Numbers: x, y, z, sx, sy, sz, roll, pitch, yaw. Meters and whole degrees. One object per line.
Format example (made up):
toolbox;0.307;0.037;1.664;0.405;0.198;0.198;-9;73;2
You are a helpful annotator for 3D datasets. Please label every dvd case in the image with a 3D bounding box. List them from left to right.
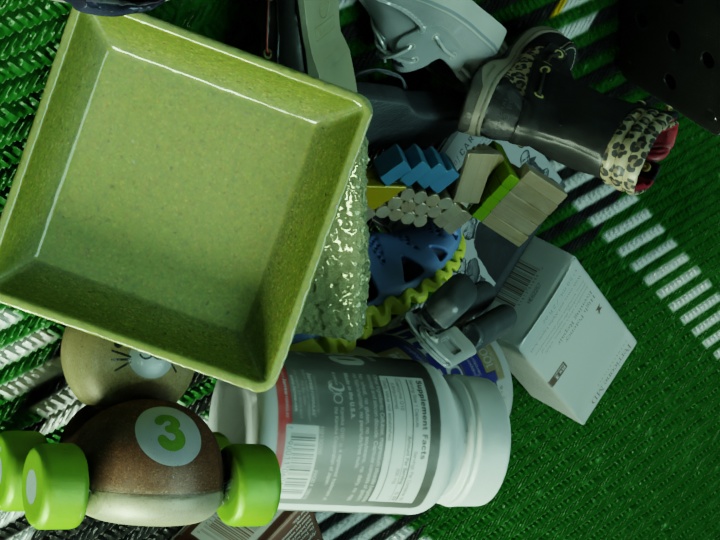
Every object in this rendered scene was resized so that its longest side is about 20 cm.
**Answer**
dvd case;0.096;-0.058;1.589;0.151;0.025;0.200;-56;145;-8

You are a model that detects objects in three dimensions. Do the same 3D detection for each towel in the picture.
towel;-0.062;-0.038;1.300;0.037;0.147;0.201;-70;162;-51

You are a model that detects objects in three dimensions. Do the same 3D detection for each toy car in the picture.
toy car;-0.149;0.065;1.259;0.163;0.158;0.202;3;90;-26

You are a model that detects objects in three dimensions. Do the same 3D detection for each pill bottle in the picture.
pill bottle;0.000;0.119;1.367;0.199;0.114;0.115;5;112;-25
pill bottle;0.020;0.112;1.524;0.199;0.119;0.120;-18;127;-46

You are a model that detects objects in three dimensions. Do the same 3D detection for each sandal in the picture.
sandal;0.000;0.000;1.446;0.200;0.079;0.087;-34;104;-33
sandal;0.014;-0.122;1.414;0.076;0.043;0.200;-29;168;24

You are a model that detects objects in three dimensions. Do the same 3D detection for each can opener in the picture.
can opener;0.087;0.032;1.458;0.067;0.053;0.200;-46;171;19

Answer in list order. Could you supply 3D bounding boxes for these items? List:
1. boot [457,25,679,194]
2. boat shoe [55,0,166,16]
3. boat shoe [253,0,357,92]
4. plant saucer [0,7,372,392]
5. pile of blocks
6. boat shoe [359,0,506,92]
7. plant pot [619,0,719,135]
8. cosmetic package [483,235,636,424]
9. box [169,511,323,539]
boot;0.174;-0.125;1.470;0.200;0.150;0.074;-34;144;-62
boat shoe;-0.126;-0.188;1.138;0.199;0.092;0.075;-17;127;-46
boat shoe;-0.045;-0.181;1.273;0.074;0.063;0.203;-36;126;-58
plant saucer;-0.117;-0.049;1.203;0.048;0.199;0.201;-127;-123;-81
pile of blocks;0.057;-0.075;1.442;0.199;0.062;0.082;5;127;-23
boat shoe;0.042;-0.180;1.399;0.069;0.072;0.200;-66;156;3
plant pot;0.339;-0.228;1.655;0.177;0.200;0.201;-25;133;-27
cosmetic package;0.177;0.055;1.737;0.102;0.074;0.200;-56;145;-7
box;-0.077;0.259;1.546;0.100;0.075;0.201;-44;141;-25
